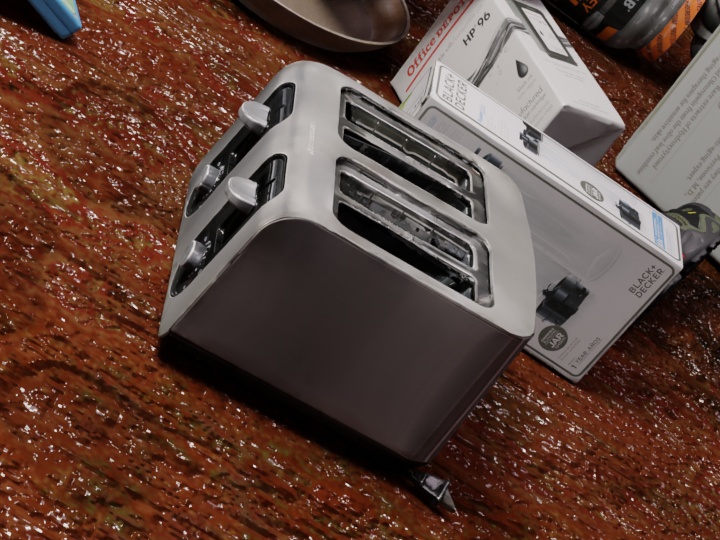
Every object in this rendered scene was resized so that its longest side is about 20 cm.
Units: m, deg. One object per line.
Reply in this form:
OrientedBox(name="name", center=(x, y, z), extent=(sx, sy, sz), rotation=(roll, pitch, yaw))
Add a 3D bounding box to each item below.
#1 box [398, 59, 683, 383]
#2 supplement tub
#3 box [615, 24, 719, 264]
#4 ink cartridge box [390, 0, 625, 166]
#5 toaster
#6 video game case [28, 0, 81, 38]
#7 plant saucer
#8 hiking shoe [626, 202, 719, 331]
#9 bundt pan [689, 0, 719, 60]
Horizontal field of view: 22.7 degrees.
OrientedBox(name="box", center=(0.095, -0.031, 1.155), extent=(0.200, 0.117, 0.060), rotation=(32, 29, -11))
OrientedBox(name="supplement tub", center=(0.223, -0.292, 1.680), extent=(0.200, 0.123, 0.123), rotation=(35, 28, -6))
OrientedBox(name="box", center=(0.364, -0.115, 1.504), extent=(0.171, 0.200, 0.199), rotation=(45, 28, 17))
OrientedBox(name="ink cartridge box", center=(0.096, -0.135, 1.308), extent=(0.068, 0.116, 0.200), rotation=(14, 36, -38))
OrientedBox(name="toaster", center=(0.000, 0.000, 0.998), extent=(0.200, 0.119, 0.181), rotation=(30, 30, -16))
OrientedBox(name="video game case", center=(-0.234, -0.253, 1.132), extent=(0.143, 0.018, 0.200), rotation=(51, 14, -44))
OrientedBox(name="plant saucer", center=(-0.052, -0.230, 1.363), extent=(0.200, 0.032, 0.200), rotation=(28, 29, -17))
OrientedBox(name="hiking shoe", center=(0.201, -0.028, 1.318), extent=(0.101, 0.076, 0.200), rotation=(46, 30, 7))
OrientedBox(name="bundt pan", center=(0.382, -0.199, 1.676), extent=(0.076, 0.202, 0.202), rotation=(-19, 58, -27))
